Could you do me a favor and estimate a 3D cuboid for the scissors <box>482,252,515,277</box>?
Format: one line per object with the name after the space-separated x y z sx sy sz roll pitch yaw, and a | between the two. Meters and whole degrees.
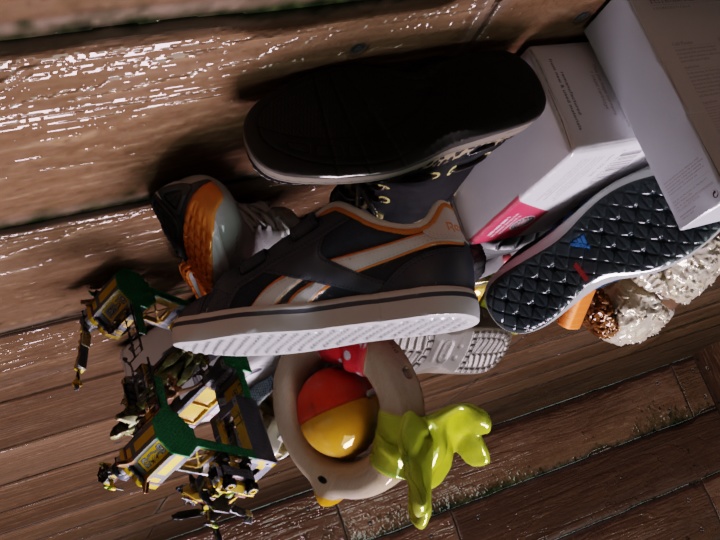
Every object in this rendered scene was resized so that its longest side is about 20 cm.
0.144 -0.010 0.883 0.199 0.074 0.014 -41 -156 -30 | scissors

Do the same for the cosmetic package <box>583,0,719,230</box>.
0.264 -0.119 0.643 0.197 0.153 0.052 -12 163 -29 | cosmetic package

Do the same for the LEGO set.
-0.156 0.111 0.727 0.116 0.202 0.153 -43 148 21 | LEGO set

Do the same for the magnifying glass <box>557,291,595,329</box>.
0.233 -0.034 0.912 0.078 0.022 0.203 2 117 -29 | magnifying glass

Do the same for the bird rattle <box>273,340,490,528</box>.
-0.004 0.088 0.688 0.162 0.202 0.112 -32 177 32 | bird rattle

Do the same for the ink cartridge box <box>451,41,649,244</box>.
0.177 -0.099 0.715 0.197 0.087 0.148 -13 162 -30 | ink cartridge box

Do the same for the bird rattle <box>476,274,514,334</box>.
0.141 -0.007 1.000 0.160 0.115 0.200 -10 -173 23 | bird rattle

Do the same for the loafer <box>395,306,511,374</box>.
0.045 0.051 0.860 0.198 0.068 0.077 13 115 -36 | loafer

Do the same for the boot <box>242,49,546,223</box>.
0.009 -0.070 0.627 0.197 0.074 0.151 -19 165 -24 | boot

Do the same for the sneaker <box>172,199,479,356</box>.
-0.025 0.007 0.597 0.196 0.081 0.078 -8 165 16 | sneaker

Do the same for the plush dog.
0.308 0.005 1.007 0.198 0.161 0.173 -1 130 -52 | plush dog

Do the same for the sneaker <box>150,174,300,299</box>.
-0.084 -0.026 0.669 0.091 0.076 0.200 -35 167 -13 | sneaker

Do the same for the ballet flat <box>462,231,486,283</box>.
0.000 0.000 0.751 0.196 0.068 0.057 -11 -179 12 | ballet flat

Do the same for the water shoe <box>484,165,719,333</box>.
0.178 -0.027 0.714 0.198 0.072 0.079 -30 -171 25 | water shoe

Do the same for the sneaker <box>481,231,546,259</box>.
0.075 -0.036 0.826 0.196 0.075 0.082 -11 167 0 | sneaker

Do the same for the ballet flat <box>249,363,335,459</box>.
-0.065 0.125 0.835 0.073 0.075 0.200 -11 155 -31 | ballet flat

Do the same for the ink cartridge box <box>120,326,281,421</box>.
-0.103 0.069 0.894 0.198 0.086 0.145 -29 162 29 | ink cartridge box
